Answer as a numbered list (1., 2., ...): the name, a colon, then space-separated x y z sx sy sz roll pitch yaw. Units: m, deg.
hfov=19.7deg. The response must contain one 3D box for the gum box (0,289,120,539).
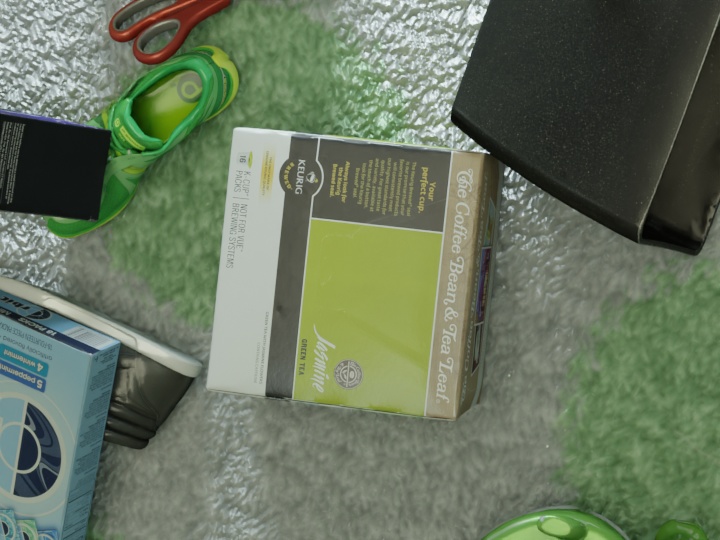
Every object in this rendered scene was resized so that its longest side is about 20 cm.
1. gum box: -0.284 0.122 1.640 0.169 0.045 0.201 21 111 23

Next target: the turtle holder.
1. turtle holder: 0.157 0.232 1.559 0.141 0.132 0.186 40 97 8

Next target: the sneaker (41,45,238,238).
1. sneaker: -0.185 -0.107 1.639 0.200 0.084 0.074 -43 84 10

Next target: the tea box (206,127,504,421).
1. tea box: 0.000 0.000 1.581 0.195 0.134 0.201 7 93 11

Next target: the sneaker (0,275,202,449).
1. sneaker: -0.235 0.076 1.659 0.199 0.071 0.100 26 91 5

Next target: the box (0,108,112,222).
1. box: -0.314 -0.093 1.603 0.199 0.141 0.079 12 91 34

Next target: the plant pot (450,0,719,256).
1. plant pot: 0.182 -0.138 1.521 0.177 0.200 0.201 21 96 20

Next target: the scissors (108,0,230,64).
1. scissors: -0.107 -0.227 1.652 0.199 0.014 0.073 -31 49 -4
